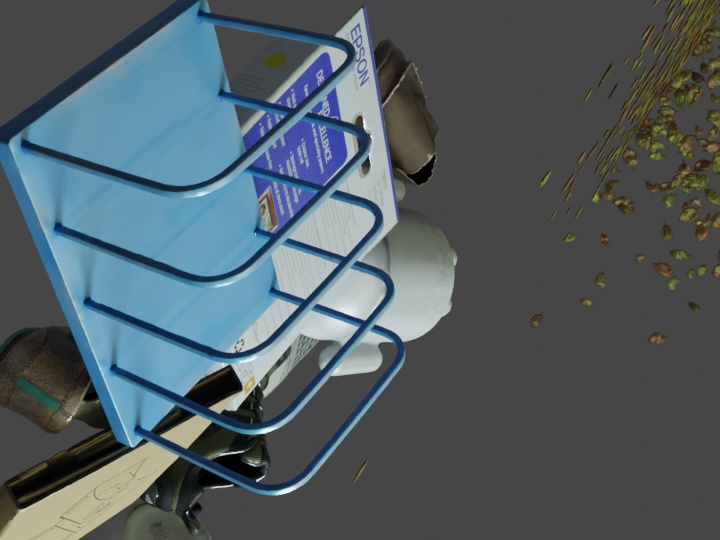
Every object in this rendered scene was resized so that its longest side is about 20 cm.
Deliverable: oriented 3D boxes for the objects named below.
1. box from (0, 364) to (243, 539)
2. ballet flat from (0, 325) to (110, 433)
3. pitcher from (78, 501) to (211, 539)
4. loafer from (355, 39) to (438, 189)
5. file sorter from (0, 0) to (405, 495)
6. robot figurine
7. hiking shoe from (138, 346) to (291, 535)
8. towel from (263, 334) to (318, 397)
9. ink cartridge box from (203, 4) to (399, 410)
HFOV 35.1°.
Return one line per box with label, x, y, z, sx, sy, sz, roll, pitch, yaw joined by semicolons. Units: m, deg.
box;-0.172;0.139;0.709;0.163;0.021;0.200;-27;166;-42
ballet flat;-0.150;0.067;0.702;0.069;0.067;0.200;-60;167;13
pitcher;-0.214;0.281;0.909;0.171;0.122;0.200;-10;145;-52
loafer;0.035;-0.122;0.923;0.073;0.071;0.200;-55;167;-4
file sorter;-0.064;-0.008;0.575;0.139;0.122;0.202;-46;141;-36
robot figurine;0.000;0.000;0.931;0.199;0.112;0.172;5;88;-52
hiking shoe;-0.107;0.130;0.937;0.200;0.100;0.076;-46;165;-37
towel;-0.034;0.016;1.082;0.192;0.034;0.201;-44;161;-44
ink cartridge box;-0.054;-0.042;0.746;0.200;0.047;0.199;-52;149;-31
